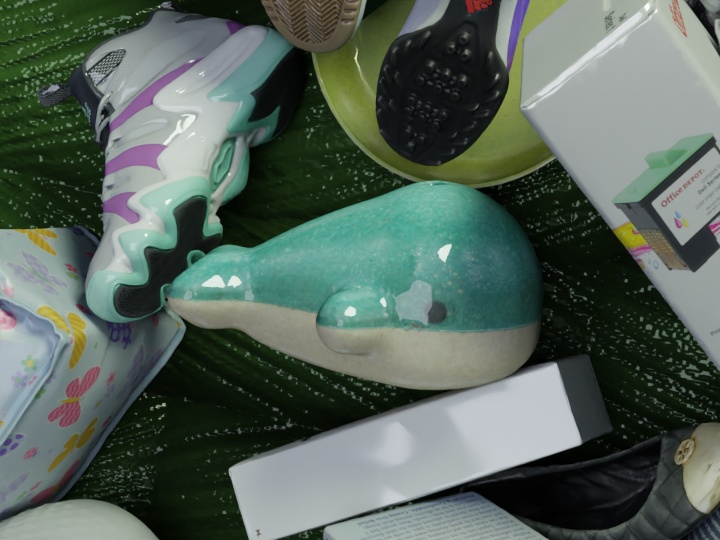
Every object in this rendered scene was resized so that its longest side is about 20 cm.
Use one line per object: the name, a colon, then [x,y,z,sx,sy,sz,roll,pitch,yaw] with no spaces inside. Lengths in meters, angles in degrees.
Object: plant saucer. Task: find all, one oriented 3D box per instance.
plant saucer: [0.066,-0.144,1.174,0.198,0.031,0.202,-2,86,27]

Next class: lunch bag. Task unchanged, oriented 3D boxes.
lunch bag: [-0.223,0.077,1.221,0.127,0.169,0.201,39,104,15]

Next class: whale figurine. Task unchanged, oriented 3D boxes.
whale figurine: [0.000,0.000,1.140,0.198,0.159,0.105,7,101,8]

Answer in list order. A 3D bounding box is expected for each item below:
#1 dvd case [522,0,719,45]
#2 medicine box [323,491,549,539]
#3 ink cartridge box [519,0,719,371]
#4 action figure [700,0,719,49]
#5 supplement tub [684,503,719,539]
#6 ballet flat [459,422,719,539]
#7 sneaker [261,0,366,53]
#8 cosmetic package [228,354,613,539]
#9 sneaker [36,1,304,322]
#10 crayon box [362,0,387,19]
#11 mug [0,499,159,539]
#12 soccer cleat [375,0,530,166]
dvd case: [0.196,-0.116,1.152,0.149,0.016,0.200,-42,80,17]
medicine box: [0.070,0.241,1.096,0.200,0.102,0.184,29,123,51]
ink cartridge box: [0.168,-0.047,1.055,0.084,0.145,0.200,-35,103,15]
action figure: [0.253,-0.143,1.078,0.198,0.070,0.131,10,57,-1]
supplement tub: [0.239,0.153,1.084,0.140,0.140,0.201,32,102,14]
ballet flat: [0.125,0.120,1.122,0.057,0.067,0.200,41,141,-18]
sneaker: [-0.008,-0.222,1.114,0.070,0.109,0.201,10,121,24]
cosmetic package: [0.034,0.099,1.182,0.199,0.082,0.051,-19,87,18]
sneaker: [-0.135,-0.070,1.210,0.139,0.078,0.201,22,62,21]
crayon box: [0.031,-0.241,1.153,0.199,0.051,0.128,-34,72,21]
mug: [-0.191,0.236,1.220,0.147,0.175,0.201,26,133,23]
soccer cleat: [0.061,-0.144,1.111,0.068,0.073,0.201,24,128,8]
